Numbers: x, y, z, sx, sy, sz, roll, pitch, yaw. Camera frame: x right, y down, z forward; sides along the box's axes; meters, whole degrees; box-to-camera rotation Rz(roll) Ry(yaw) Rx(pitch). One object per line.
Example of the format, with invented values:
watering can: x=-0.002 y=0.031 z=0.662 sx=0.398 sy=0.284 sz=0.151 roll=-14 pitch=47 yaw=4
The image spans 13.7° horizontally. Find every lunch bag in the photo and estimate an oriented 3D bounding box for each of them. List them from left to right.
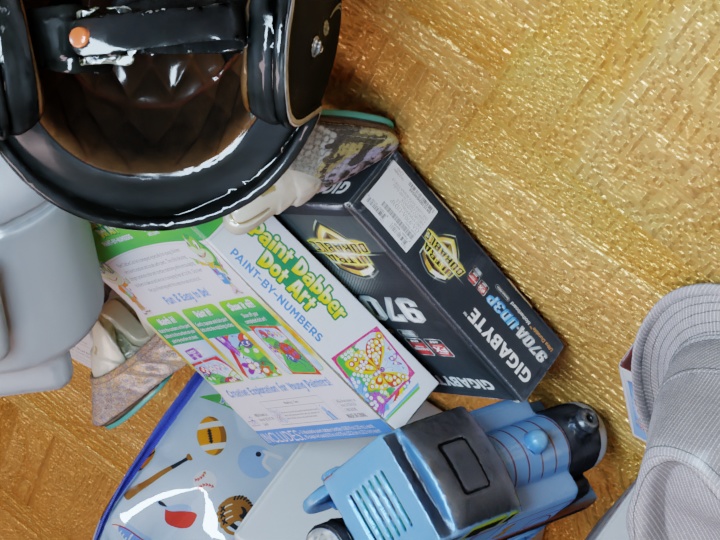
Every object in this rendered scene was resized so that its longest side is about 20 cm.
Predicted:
lunch bag: x=-0.108 y=0.175 z=1.995 sx=0.124 sy=0.200 sz=0.170 roll=34 pitch=158 yaw=10

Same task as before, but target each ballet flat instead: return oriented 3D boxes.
ballet flat: x=-0.129 y=0.037 z=1.896 sx=0.067 sy=0.068 sz=0.200 roll=44 pitch=136 yaw=-11
ballet flat: x=-0.081 y=-0.053 z=1.539 sx=0.200 sy=0.072 sz=0.072 roll=6 pitch=159 yaw=-7

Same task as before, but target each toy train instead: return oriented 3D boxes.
toy train: x=0.058 y=0.122 z=1.655 sx=0.114 sy=0.200 sz=0.087 roll=-40 pitch=73 yaw=42

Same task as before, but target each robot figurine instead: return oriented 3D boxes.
robot figurine: x=-0.207 y=-0.022 z=1.661 sx=0.170 sy=0.113 sz=0.200 roll=-101 pitch=2 yaw=-54

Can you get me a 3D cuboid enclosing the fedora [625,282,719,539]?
fedora: x=0.191 y=0.112 z=1.481 sx=0.177 sy=0.090 sz=0.200 roll=17 pitch=139 yaw=37

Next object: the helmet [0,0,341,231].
helmet: x=-0.099 y=-0.123 z=1.371 sx=0.200 sy=0.200 sz=0.191 roll=36 pitch=174 yaw=4

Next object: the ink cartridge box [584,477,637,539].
ink cartridge box: x=0.171 y=0.222 z=1.716 sx=0.146 sy=0.147 sz=0.200 roll=36 pitch=160 yaw=6

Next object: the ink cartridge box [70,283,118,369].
ink cartridge box: x=-0.210 y=-0.027 z=1.924 sx=0.115 sy=0.068 sz=0.200 roll=26 pitch=156 yaw=26

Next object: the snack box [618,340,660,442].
snack box: x=0.225 y=0.102 z=1.550 sx=0.200 sy=0.024 sz=0.072 roll=27 pitch=156 yaw=27

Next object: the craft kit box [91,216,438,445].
craft kit box: x=-0.072 y=0.017 z=1.701 sx=0.198 sy=0.049 sz=0.200 roll=43 pitch=161 yaw=-14

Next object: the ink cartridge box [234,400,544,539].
ink cartridge box: x=0.019 y=0.185 z=1.888 sx=0.145 sy=0.145 sz=0.200 roll=32 pitch=159 yaw=14

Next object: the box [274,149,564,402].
box: x=0.000 y=0.000 z=1.671 sx=0.159 sy=0.046 sz=0.200 roll=49 pitch=157 yaw=-25
